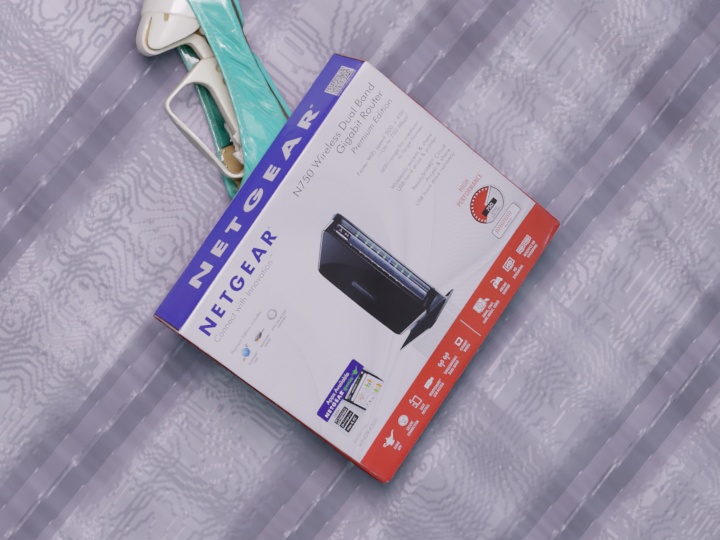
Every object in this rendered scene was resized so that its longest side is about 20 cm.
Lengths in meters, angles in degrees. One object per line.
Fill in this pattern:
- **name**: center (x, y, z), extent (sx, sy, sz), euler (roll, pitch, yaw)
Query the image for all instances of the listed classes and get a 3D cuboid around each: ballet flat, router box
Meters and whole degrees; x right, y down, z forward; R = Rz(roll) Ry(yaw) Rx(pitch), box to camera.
- **ballet flat**: center (-0.097, -0.131, 1.333), extent (0.070, 0.067, 0.201), euler (-28, 96, -23)
- **router box**: center (0.000, 0.000, 1.335), extent (0.179, 0.049, 0.201), euler (37, 85, -27)
